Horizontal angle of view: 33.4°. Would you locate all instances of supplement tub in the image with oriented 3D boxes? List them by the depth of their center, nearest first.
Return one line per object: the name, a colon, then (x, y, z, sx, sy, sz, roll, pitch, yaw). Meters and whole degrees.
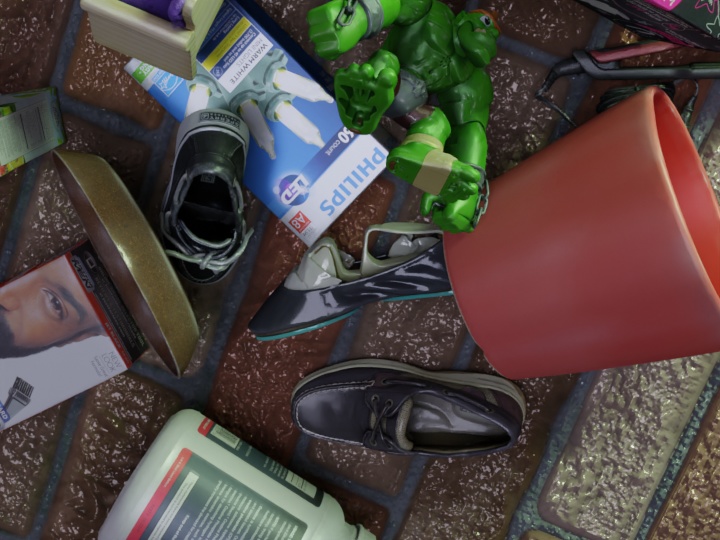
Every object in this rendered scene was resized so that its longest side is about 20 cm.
supplement tub: (-0.102, 0.221, 0.994, 0.199, 0.140, 0.141, 33, 106, -1)

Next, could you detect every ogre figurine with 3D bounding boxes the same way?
ogre figurine: (0.038, -0.130, 0.810, 0.200, 0.120, 0.098, 36, 145, -24)

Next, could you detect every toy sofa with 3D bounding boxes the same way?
toy sofa: (-0.117, -0.247, 0.850, 0.082, 0.098, 0.201, 23, 71, 2)

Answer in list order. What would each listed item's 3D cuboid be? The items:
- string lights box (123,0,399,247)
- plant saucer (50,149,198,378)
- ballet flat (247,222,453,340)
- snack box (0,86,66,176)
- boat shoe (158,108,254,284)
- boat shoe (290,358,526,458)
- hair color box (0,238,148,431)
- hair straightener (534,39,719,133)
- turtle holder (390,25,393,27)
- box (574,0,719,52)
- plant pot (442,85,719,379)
string lights box: (-0.074, -0.127, 0.942, 0.200, 0.059, 0.103, 44, 105, -5)
plant saucer: (-0.178, -0.011, 0.931, 0.034, 0.200, 0.201, -30, 100, -15)
ballet flat: (0.000, 0.000, 0.961, 0.199, 0.073, 0.074, -14, 103, 4)
snack box: (-0.351, -0.096, 0.943, 0.199, 0.142, 0.053, -8, 104, 9)
boat shoe: (-0.117, -0.034, 0.916, 0.073, 0.068, 0.200, 8, 146, -12)
boat shoe: (0.036, 0.118, 0.988, 0.199, 0.065, 0.072, 4, 107, 7)
hair color box: (-0.297, 0.069, 1.021, 0.199, 0.064, 0.111, -26, 99, 12)
hair straightener: (0.232, -0.140, 0.907, 0.199, 0.041, 0.077, -9, 103, 10)
turtle holder: (0.032, -0.269, 0.850, 0.140, 0.132, 0.186, -17, 119, 20)
box: (0.187, -0.240, 0.795, 0.199, 0.115, 0.133, 15, 98, -38)
plant pot: (0.169, -0.013, 0.881, 0.176, 0.200, 0.201, -20, 101, 24)
